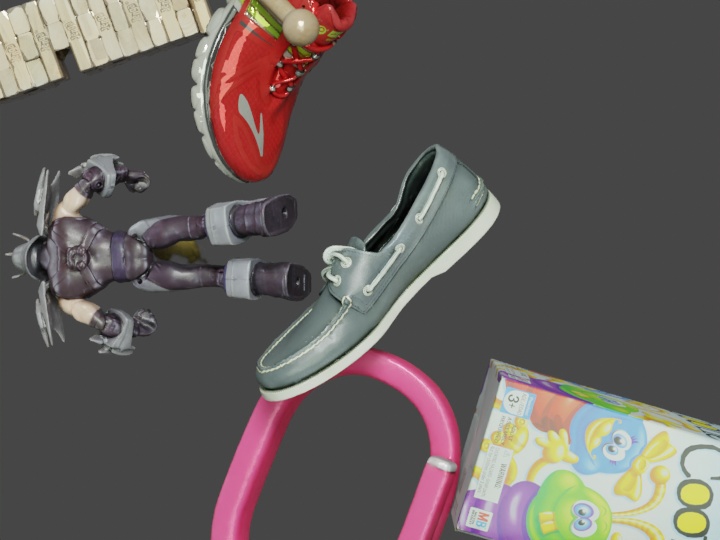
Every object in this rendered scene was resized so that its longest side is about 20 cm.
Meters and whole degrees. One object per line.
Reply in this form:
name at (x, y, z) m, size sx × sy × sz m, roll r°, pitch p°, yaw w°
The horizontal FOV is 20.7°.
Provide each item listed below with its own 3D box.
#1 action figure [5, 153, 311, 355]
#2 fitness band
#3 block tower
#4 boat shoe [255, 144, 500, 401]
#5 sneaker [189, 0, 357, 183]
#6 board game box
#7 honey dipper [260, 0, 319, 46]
action figure at (-0.137, -0.009, 1.266) m, size 0.200 × 0.069 × 0.130 m, roll -1°, pitch 103°, yaw 16°
fitness band at (-0.018, 0.147, 1.271) m, size 0.143 × 0.037 × 0.200 m, roll 23°, pitch 92°, yaw 18°
block tower at (-0.195, -0.148, 1.264) m, size 0.200 × 0.054 × 0.058 m, roll -20°, pitch 93°, yaw 1°
boat shoe at (0.000, 0.000, 1.248) m, size 0.200 × 0.073 × 0.062 m, roll -43°, pitch 113°, yaw -13°
sneaker at (-0.046, -0.150, 1.236) m, size 0.085 × 0.077 × 0.200 m, roll 17°, pitch 96°, yaw 37°
board game box at (0.167, 0.137, 1.257) m, size 0.200 × 0.105 × 0.103 m, roll 17°, pitch 94°, yaw -2°
honey dipper at (-0.091, -0.202, 1.221) m, size 0.038 × 0.038 × 0.200 m, roll -43°, pitch 63°, yaw 3°
